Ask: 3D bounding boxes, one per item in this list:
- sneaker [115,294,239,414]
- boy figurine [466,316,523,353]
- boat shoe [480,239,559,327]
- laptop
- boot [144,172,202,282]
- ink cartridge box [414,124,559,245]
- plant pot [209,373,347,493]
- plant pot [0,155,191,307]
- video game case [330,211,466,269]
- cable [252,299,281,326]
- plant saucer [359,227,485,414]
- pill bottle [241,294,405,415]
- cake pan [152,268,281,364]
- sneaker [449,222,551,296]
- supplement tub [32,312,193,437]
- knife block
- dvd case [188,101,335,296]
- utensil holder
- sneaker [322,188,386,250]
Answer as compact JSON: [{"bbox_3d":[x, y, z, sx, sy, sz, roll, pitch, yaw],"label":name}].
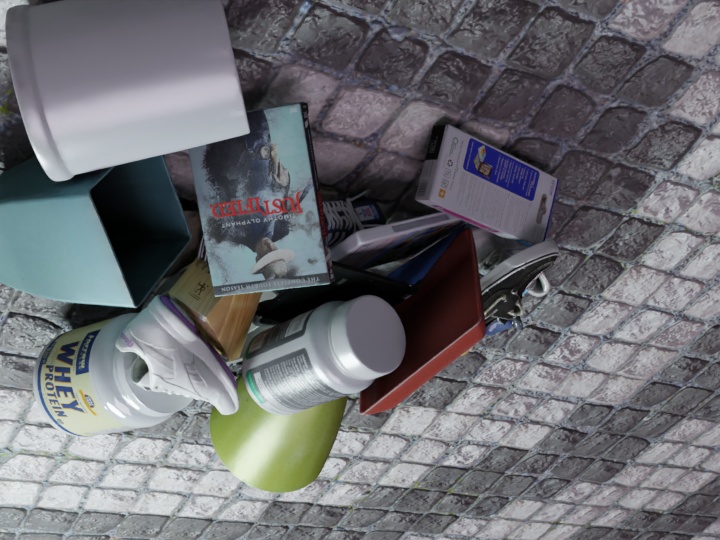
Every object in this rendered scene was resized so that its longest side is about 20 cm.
[{"bbox_3d":[-0.221,0.118,1.287,0.099,0.075,0.200,-40,128,-8],"label":"sneaker"},{"bbox_3d":[0.138,0.088,1.561,0.199,0.065,0.125,-20,142,9],"label":"boy figurine"},{"bbox_3d":[0.176,0.038,1.350,0.200,0.064,0.071,-37,161,15],"label":"boat shoe"},{"bbox_3d":[0.000,0.000,1.340,0.199,0.117,0.187,16,151,-27],"label":"laptop"},{"bbox_3d":[-0.225,-0.078,1.266,0.096,0.075,0.201,-21,139,-32],"label":"boot"},{"bbox_3d":[0.160,-0.101,1.314,0.199,0.095,0.037,19,171,-33],"label":"ink cartridge box"},{"bbox_3d":[-0.095,0.181,1.504,0.186,0.188,0.200,8,137,-25],"label":"plant pot"},{"bbox_3d":[-0.318,-0.053,1.154,0.199,0.142,0.142,-3,122,22],"label":"plant pot"},{"bbox_3d":[0.035,-0.032,1.326,0.199,0.018,0.143,-15,167,-39],"label":"video game case"},{"bbox_3d":[-0.076,0.055,1.448,0.199,0.051,0.097,2,152,-36],"label":"cable"},{"bbox_3d":[0.080,0.067,1.302,0.037,0.200,0.200,39,117,-22],"label":"plant saucer"},{"bbox_3d":[-0.045,0.103,1.292,0.113,0.114,0.199,21,150,-36],"label":"pill bottle"},{"bbox_3d":[-0.196,0.058,1.444,0.199,0.037,0.201,-9,142,-7],"label":"cake pan"},{"bbox_3d":[0.194,-0.010,1.415,0.199,0.087,0.075,14,131,-45],"label":"sneaker"},{"bbox_3d":[-0.313,0.134,1.371,0.199,0.146,0.145,-16,148,41],"label":"supplement tub"},{"bbox_3d":[-0.150,-0.002,1.318,0.176,0.064,0.200,-51,158,-18],"label":"knife block"},{"bbox_3d":[-0.113,-0.077,1.184,0.145,0.022,0.202,-6,100,18],"label":"dvd case"},{"bbox_3d":[-0.219,-0.189,1.032,0.198,0.171,0.171,-12,142,-4],"label":"utensil holder"},{"bbox_3d":[-0.031,-0.062,1.285,0.108,0.070,0.200,-25,166,6],"label":"sneaker"}]
